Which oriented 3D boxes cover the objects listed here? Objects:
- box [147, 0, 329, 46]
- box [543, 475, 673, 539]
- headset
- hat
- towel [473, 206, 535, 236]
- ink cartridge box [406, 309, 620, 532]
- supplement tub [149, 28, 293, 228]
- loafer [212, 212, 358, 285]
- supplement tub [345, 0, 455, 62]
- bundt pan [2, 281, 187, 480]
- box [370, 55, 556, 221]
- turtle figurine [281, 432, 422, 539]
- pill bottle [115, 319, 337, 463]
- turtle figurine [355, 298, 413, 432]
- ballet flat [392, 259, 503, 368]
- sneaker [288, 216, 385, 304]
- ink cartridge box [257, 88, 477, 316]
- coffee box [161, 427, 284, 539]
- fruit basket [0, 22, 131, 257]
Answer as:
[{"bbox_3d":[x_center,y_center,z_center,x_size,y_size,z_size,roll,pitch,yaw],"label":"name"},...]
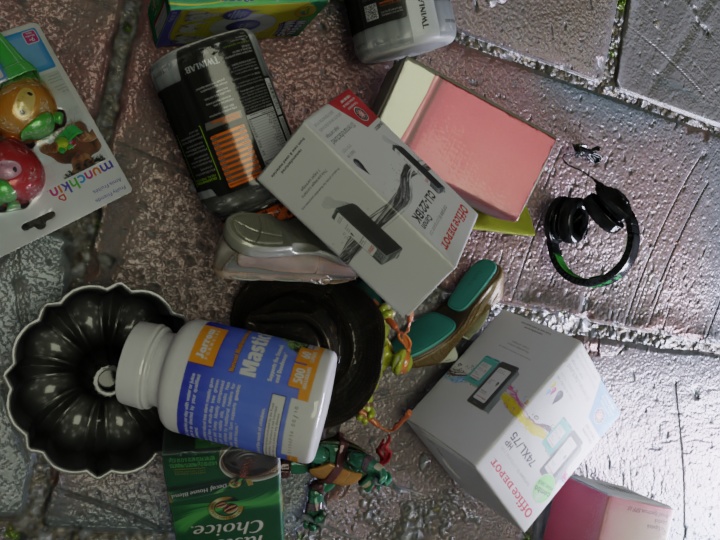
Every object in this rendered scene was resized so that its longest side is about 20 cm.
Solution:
[{"bbox_3d":[-0.122,-0.288,0.844,0.198,0.117,0.049,-14,92,-22],"label":"box"},{"bbox_3d":[0.332,0.403,1.083,0.127,0.109,0.202,17,86,-24],"label":"box"},{"bbox_3d":[0.317,-0.076,1.061,0.093,0.123,0.203,8,71,-48],"label":"headset"},{"bbox_3d":[-0.075,0.080,0.849,0.081,0.198,0.203,5,92,-68],"label":"hat"},{"bbox_3d":[0.131,-0.087,1.001,0.198,0.018,0.087,5,58,-24],"label":"towel"},{"bbox_3d":[0.192,0.185,0.984,0.200,0.146,0.147,-46,122,-14],"label":"ink cartridge box"},{"bbox_3d":[-0.137,-0.145,0.844,0.122,0.122,0.202,-24,103,-20],"label":"supplement tub"},{"bbox_3d":[-0.064,-0.017,0.824,0.198,0.072,0.063,6,131,-38],"label":"loafer"},{"bbox_3d":[0.035,-0.353,0.899,0.121,0.122,0.203,-16,100,-22],"label":"supplement tub"},{"bbox_3d":[-0.271,0.111,0.825,0.200,0.076,0.205,-2,94,-24],"label":"bundt pan"},{"bbox_3d":[0.106,-0.151,0.916,0.198,0.128,0.110,25,95,-9],"label":"box"},{"bbox_3d":[-0.036,0.246,0.929,0.198,0.101,0.150,22,124,-21],"label":"turtle figurine"},{"bbox_3d":[-0.129,0.111,0.758,0.197,0.112,0.114,13,88,3],"label":"pill bottle"},{"bbox_3d":[-0.003,0.086,0.909,0.159,0.065,0.202,13,118,10],"label":"turtle figurine"},{"bbox_3d":[0.120,0.072,1.011,0.200,0.068,0.073,-45,129,-19],"label":"ballet flat"},{"bbox_3d":[0.000,0.000,0.936,0.198,0.083,0.122,10,81,-28],"label":"sneaker"},{"bbox_3d":[0.015,-0.072,0.789,0.200,0.144,0.084,44,120,-5],"label":"ink cartridge box"},{"bbox_3d":[-0.143,0.249,0.843,0.121,0.044,0.202,-2,125,-7],"label":"coffee box"},{"bbox_3d":[-0.352,-0.125,0.753,0.184,0.094,0.201,-30,85,-19],"label":"fruit basket"}]
